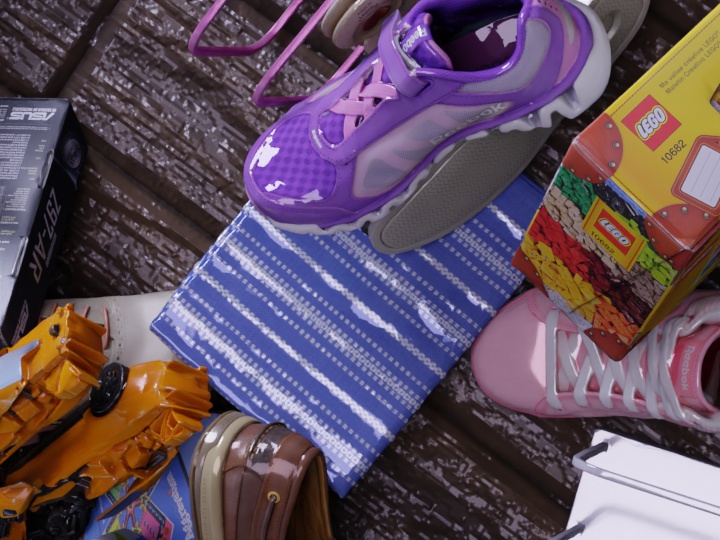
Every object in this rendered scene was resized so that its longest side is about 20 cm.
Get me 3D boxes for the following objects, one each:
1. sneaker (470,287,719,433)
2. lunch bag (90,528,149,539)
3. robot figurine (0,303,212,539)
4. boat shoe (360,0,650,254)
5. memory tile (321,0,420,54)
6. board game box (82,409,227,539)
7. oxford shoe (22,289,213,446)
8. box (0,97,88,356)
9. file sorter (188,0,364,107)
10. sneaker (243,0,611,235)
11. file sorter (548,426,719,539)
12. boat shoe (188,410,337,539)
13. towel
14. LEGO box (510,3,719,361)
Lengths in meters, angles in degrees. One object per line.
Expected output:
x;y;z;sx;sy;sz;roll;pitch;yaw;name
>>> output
0.147;0.043;1.429;0.199;0.105;0.076;0;94;15;sneaker
-0.147;0.219;1.438;0.082;0.200;0.162;25;97;11;lunch bag
-0.179;0.101;1.470;0.200;0.144;0.058;-40;40;31;robot figurine
0.066;-0.093;1.455;0.200;0.072;0.068;-49;59;-1;boat shoe
0.072;-0.181;1.415;0.200;0.153;0.017;-45;76;13;memory tile
-0.107;0.176;1.539;0.102;0.019;0.202;6;93;13;board game box
-0.153;0.047;1.509;0.199;0.074;0.071;-18;53;13;oxford shoe
-0.264;-0.023;1.515;0.198;0.044;0.161;1;54;14;box
-0.070;-0.194;1.460;0.200;0.139;0.126;44;104;9;file sorter
0.024;-0.091;1.380;0.199;0.088;0.081;-27;65;10;sneaker
0.150;0.202;1.422;0.138;0.124;0.201;17;96;13;file sorter
-0.040;0.170;1.462;0.067;0.072;0.201;9;122;28;boat shoe
0.000;0.000;1.480;0.145;0.024;0.200;39;83;8;towel
0.179;-0.067;1.351;0.077;0.149;0.200;43;67;10;LEGO box
